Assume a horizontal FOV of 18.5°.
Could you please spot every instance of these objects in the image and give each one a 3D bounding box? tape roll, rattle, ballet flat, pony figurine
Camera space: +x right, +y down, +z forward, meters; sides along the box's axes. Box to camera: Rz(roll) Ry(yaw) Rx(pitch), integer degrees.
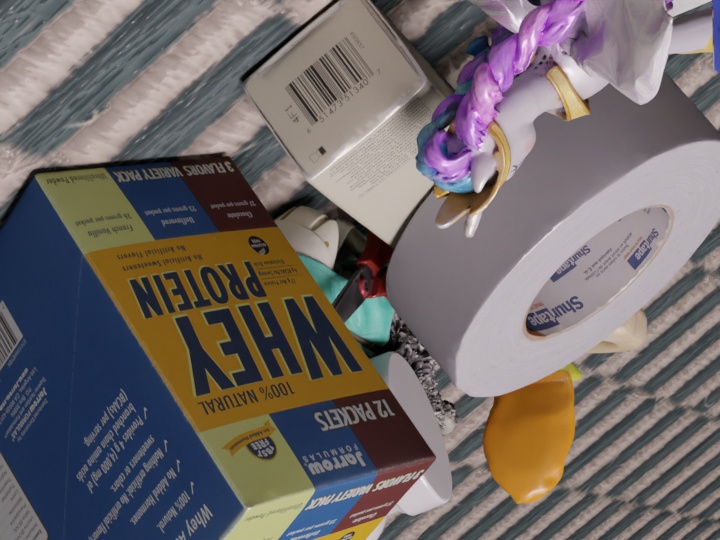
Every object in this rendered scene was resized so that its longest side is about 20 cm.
[{"bbox_3d":[0.112,-0.021,1.212,0.200,0.066,0.201,-33,156,-17],"label":"tape roll"},{"bbox_3d":[0.123,0.078,1.453,0.129,0.144,0.200,-11,172,-8],"label":"rattle"},{"bbox_3d":[-0.030,0.001,1.245,0.200,0.067,0.071,24,81,-67],"label":"ballet flat"},{"bbox_3d":[0.103,-0.127,1.030,0.200,0.166,0.194,-38,147,-29],"label":"pony figurine"}]

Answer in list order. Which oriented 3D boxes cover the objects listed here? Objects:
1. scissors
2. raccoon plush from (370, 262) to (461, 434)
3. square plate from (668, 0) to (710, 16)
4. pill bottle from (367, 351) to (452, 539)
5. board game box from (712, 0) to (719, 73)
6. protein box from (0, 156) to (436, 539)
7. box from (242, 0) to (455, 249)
[{"bbox_3d":[0.000,0.000,1.226,0.014,0.074,0.200,-8,-178,21],"label":"scissors"},{"bbox_3d":[0.039,0.053,1.409,0.200,0.097,0.134,-49,162,29],"label":"raccoon plush"},{"bbox_3d":[0.184,-0.205,1.178,0.197,0.029,0.201,-24,155,-28],"label":"square plate"},{"bbox_3d":[-0.053,0.125,1.309,0.199,0.117,0.116,-21,161,15],"label":"pill bottle"},{"bbox_3d":[0.210,-0.204,1.015,0.135,0.044,0.201,78,31,-49],"label":"board game box"},{"bbox_3d":[-0.108,0.085,1.106,0.134,0.201,0.199,-9,146,-47],"label":"protein box"},{"bbox_3d":[0.018,-0.068,1.158,0.082,0.069,0.200,-38,158,6],"label":"box"}]
